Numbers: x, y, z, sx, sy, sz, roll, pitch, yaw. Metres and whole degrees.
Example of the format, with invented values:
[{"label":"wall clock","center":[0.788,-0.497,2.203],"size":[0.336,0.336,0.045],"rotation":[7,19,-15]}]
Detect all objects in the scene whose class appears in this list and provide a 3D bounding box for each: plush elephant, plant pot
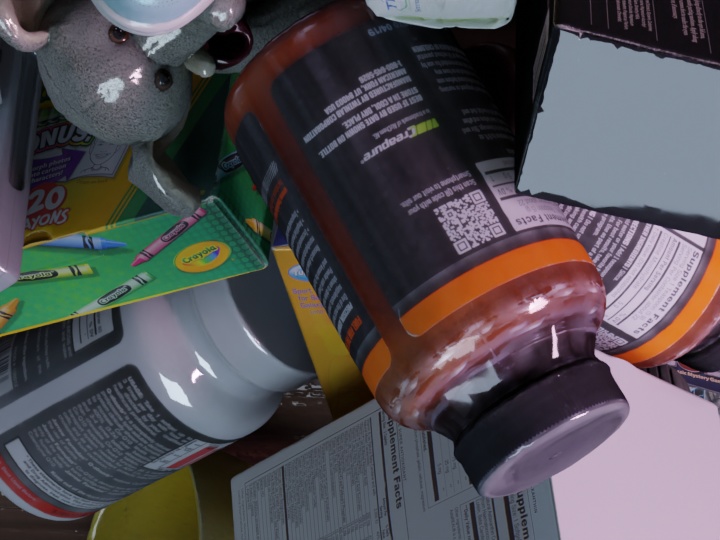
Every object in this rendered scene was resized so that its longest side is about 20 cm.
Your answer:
[{"label":"plush elephant","center":[-0.086,-0.123,0.941],"size":[0.200,0.155,0.165],"rotation":[-31,122,34]},{"label":"plant pot","center":[-0.071,0.206,1.265],"size":[0.141,0.201,0.200],"rotation":[13,138,-25]}]

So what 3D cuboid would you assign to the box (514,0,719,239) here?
[{"label":"box","center":[0.139,-0.092,0.892],"size":[0.140,0.200,0.079],"rotation":[10,119,-1]}]

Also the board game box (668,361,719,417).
[{"label":"board game box","center":[0.178,0.121,1.228],"size":[0.135,0.035,0.200],"rotation":[16,136,-6]}]

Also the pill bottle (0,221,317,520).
[{"label":"pill bottle","center":[-0.111,0.050,1.152],"size":[0.199,0.116,0.116],"rotation":[-28,125,33]}]

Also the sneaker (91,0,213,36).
[{"label":"sneaker","center":[-0.058,-0.193,0.815],"size":[0.079,0.201,0.131],"rotation":[18,175,-5]}]

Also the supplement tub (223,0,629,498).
[{"label":"supplement tub","center":[0.030,-0.009,0.876],"size":[0.107,0.201,0.107],"rotation":[-26,161,-10]}]

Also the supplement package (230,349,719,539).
[{"label":"supplement package","center":[0.062,0.147,1.020],"size":[0.200,0.151,0.151],"rotation":[-31,141,34]}]

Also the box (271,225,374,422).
[{"label":"box","center":[0.000,0.000,1.078],"size":[0.041,0.119,0.201],"rotation":[-5,133,16]}]

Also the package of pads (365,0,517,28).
[{"label":"package of pads","center":[0.039,-0.213,0.829],"size":[0.068,0.155,0.201],"rotation":[4,136,6]}]

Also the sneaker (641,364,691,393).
[{"label":"sneaker","center":[0.099,0.082,1.161],"size":[0.199,0.075,0.088],"rotation":[-9,167,33]}]

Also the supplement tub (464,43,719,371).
[{"label":"supplement tub","center":[0.111,-0.021,1.026],"size":[0.199,0.107,0.107],"rotation":[28,134,-32]}]

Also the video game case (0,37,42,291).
[{"label":"video game case","center":[-0.228,-0.033,1.042],"size":[0.199,0.183,0.022],"rotation":[-29,135,33]}]

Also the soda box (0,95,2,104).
[{"label":"soda box","center":[-0.262,-0.121,0.986],"size":[0.199,0.064,0.068],"rotation":[26,140,24]}]

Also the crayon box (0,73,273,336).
[{"label":"crayon box","center":[-0.137,-0.041,1.059],"size":[0.199,0.119,0.058],"rotation":[-14,137,23]}]
